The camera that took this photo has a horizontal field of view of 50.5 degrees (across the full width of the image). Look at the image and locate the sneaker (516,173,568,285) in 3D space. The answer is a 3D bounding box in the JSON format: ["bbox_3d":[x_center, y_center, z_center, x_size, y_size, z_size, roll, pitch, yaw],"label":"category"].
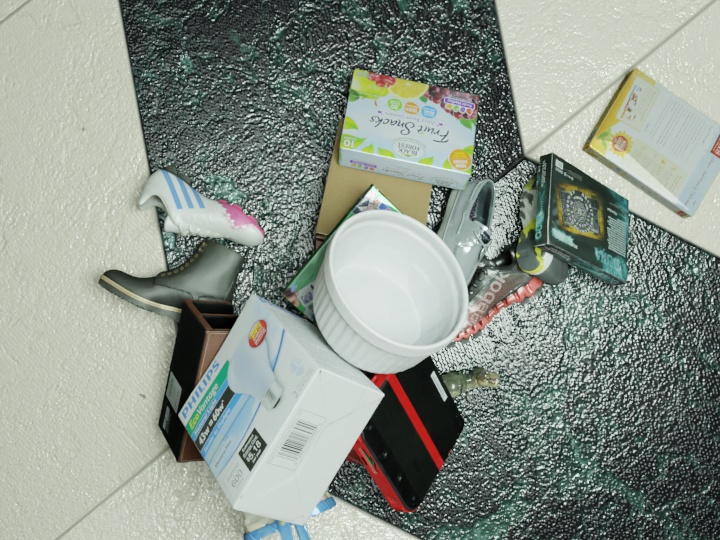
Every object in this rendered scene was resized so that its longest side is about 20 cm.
[{"bbox_3d":[0.285,-0.067,1.155,0.084,0.073,0.204,39,57,-33],"label":"sneaker"}]

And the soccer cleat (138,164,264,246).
[{"bbox_3d":[-0.240,-0.075,1.140,0.197,0.070,0.087,30,66,6],"label":"soccer cleat"}]

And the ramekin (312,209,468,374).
[{"bbox_3d":[0.031,0.034,0.983,0.196,0.105,0.204,14,53,-20],"label":"ramekin"}]

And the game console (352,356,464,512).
[{"bbox_3d":[0.066,0.213,1.055,0.178,0.031,0.202,-52,128,-33],"label":"game console"}]

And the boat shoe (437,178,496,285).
[{"bbox_3d":[0.158,-0.053,1.118,0.070,0.071,0.205,36,55,-32],"label":"boat shoe"}]

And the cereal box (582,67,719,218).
[{"bbox_3d":[0.466,-0.197,1.190,0.198,0.040,0.146,34,88,-1],"label":"cereal box"}]

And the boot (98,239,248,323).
[{"bbox_3d":[-0.276,0.001,1.146,0.196,0.077,0.141,22,83,-15],"label":"boot"}]

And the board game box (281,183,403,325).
[{"bbox_3d":[0.000,0.000,1.083,0.134,0.029,0.201,41,95,-11],"label":"board game box"}]

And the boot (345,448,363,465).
[{"bbox_3d":[-0.008,0.255,1.121,0.141,0.199,0.074,-10,59,31],"label":"boot"}]

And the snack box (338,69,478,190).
[{"bbox_3d":[0.073,-0.211,1.146,0.195,0.053,0.146,10,67,-2],"label":"snack box"}]

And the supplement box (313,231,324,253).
[{"bbox_3d":[0.025,0.002,1.158,0.194,0.061,0.112,3,89,-1],"label":"supplement box"}]

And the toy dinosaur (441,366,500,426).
[{"bbox_3d":[0.117,0.200,1.167,0.194,0.047,0.091,-7,85,2],"label":"toy dinosaur"}]

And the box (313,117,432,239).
[{"bbox_3d":[0.027,-0.125,1.145,0.159,0.021,0.205,12,67,-2],"label":"box"}]

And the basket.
[{"bbox_3d":[-0.097,0.362,1.086,0.136,0.177,0.205,-16,79,-4],"label":"basket"}]

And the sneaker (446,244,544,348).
[{"bbox_3d":[0.177,0.034,1.149,0.198,0.071,0.099,-34,109,-5],"label":"sneaker"}]

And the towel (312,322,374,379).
[{"bbox_3d":[-0.034,0.150,1.139,0.145,0.030,0.202,32,97,-11],"label":"towel"}]

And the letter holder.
[{"bbox_3d":[-0.195,0.158,1.105,0.139,0.100,0.205,4,109,-35],"label":"letter holder"}]

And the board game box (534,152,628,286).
[{"bbox_3d":[0.327,-0.071,1.119,0.197,0.028,0.139,21,69,-36],"label":"board game box"}]

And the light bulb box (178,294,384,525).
[{"bbox_3d":[-0.107,0.174,0.980,0.124,0.199,0.201,30,95,-41],"label":"light bulb box"}]
